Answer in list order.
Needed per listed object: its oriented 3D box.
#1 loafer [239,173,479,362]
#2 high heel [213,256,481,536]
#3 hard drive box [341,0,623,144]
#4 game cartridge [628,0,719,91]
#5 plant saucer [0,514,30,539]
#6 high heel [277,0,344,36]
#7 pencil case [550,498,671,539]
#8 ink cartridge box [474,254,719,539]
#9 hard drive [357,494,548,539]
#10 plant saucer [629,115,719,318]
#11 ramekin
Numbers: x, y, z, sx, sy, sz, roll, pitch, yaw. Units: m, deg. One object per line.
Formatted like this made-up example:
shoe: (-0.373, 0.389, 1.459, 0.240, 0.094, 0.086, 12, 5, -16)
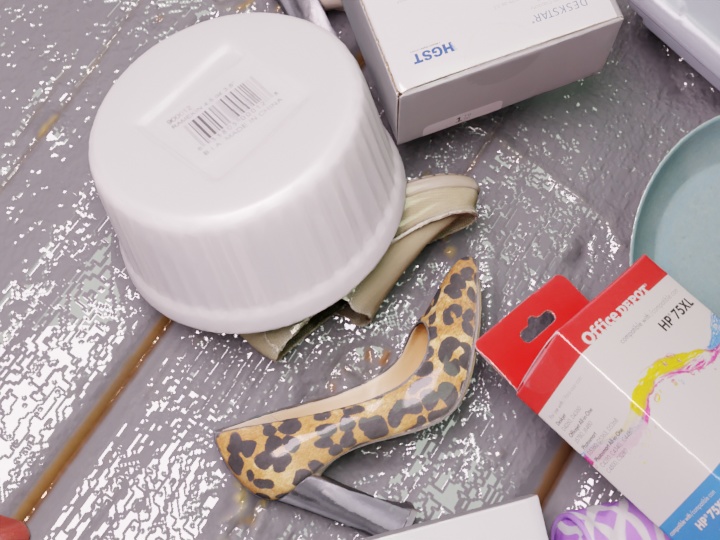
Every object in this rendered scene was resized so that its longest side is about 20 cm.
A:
loafer: (0.000, 0.000, 0.753, 0.198, 0.076, 0.069, -27, 79, -6)
high heel: (-0.004, 0.064, 0.727, 0.141, 0.071, 0.203, 23, 79, -8)
hard drive box: (0.060, -0.210, 0.736, 0.154, 0.077, 0.203, -18, 74, -5)
game cartridge: (0.312, -0.226, 0.825, 0.133, 0.040, 0.200, 43, 80, 5)
plant saucer: (-0.324, 0.219, 0.649, 0.197, 0.037, 0.203, 17, 70, -4)
high heel: (0.032, -0.230, 0.817, 0.198, 0.071, 0.144, -28, 85, -7)
pencil case: (0.224, 0.184, 0.722, 0.196, 0.085, 0.085, -8, 85, -10)
ink cartridge box: (0.183, 0.072, 0.697, 0.200, 0.068, 0.116, 43, 48, 16)
hard drive: (0.072, 0.257, 0.690, 0.130, 0.027, 0.203, -11, 84, -12)
plant saucer: (0.272, -0.014, 0.793, 0.197, 0.039, 0.205, -2, 96, -16)
ramekin: (-0.075, -0.070, 0.705, 0.197, 0.098, 0.203, -7, 54, 10)
